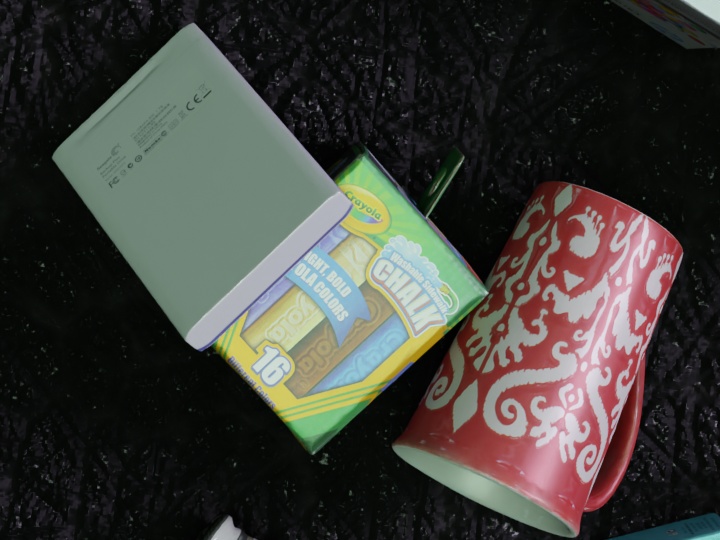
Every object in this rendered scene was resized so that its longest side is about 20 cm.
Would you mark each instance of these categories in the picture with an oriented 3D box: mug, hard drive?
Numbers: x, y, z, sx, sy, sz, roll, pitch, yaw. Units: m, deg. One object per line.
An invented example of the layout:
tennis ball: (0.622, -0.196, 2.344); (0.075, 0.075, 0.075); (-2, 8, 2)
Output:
mug: (0.125, 0.060, 1.438); (0.133, 0.178, 0.201); (23, 79, 16)
hard drive: (-0.105, -0.057, 1.392); (0.132, 0.200, 0.025); (-43, 140, 3)

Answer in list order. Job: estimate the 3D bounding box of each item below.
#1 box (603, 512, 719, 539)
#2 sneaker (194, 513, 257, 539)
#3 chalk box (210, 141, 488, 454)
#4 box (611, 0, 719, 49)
box: (0.162, 0.233, 1.494); (0.199, 0.049, 0.083); (-14, 97, -1)
sneaker: (-0.106, 0.277, 1.473); (0.115, 0.076, 0.201); (35, 92, -4)
chalk box: (0.000, 0.000, 1.422); (0.200, 0.125, 0.124); (-41, 97, 4)
box: (0.171, -0.196, 1.368); (0.155, 0.200, 0.041); (32, 94, -6)
